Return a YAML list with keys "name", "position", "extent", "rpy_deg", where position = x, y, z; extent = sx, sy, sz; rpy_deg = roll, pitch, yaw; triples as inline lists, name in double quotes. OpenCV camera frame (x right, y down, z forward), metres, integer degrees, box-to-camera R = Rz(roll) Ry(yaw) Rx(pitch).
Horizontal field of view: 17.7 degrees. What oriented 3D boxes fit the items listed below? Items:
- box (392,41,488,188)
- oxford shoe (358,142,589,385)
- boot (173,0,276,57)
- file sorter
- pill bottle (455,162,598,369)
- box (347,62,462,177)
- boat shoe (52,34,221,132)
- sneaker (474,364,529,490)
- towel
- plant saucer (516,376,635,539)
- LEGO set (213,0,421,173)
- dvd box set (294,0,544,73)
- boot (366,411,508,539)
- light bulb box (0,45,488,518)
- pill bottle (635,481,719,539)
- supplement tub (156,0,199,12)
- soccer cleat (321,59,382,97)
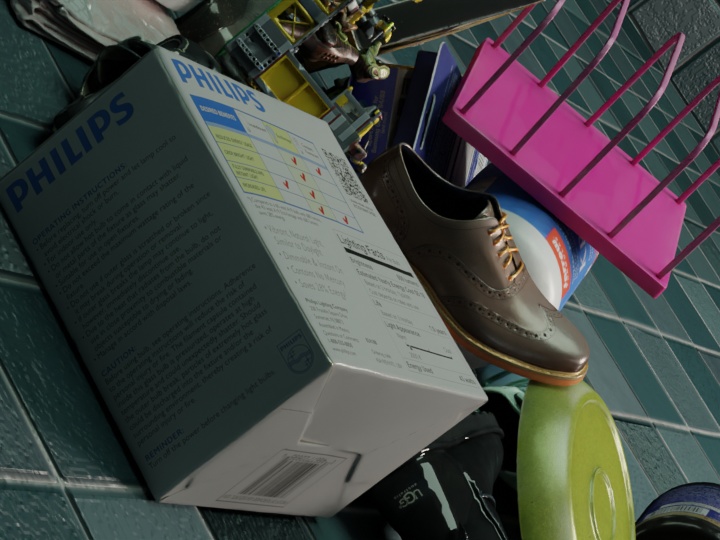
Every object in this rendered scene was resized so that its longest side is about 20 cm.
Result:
- name: "box"
  position: [0.054, -0.080, 1.706]
  extent: [0.200, 0.032, 0.122]
  rpy_deg: [57, 46, -68]
- name: "oxford shoe"
  position: [0.078, -0.002, 1.500]
  extent: [0.200, 0.073, 0.071]
  rpy_deg: [38, 32, -7]
- name: "boot"
  position: [-0.071, -0.143, 1.662]
  extent: [0.131, 0.068, 0.200]
  rpy_deg: [59, 21, -9]
- name: "file sorter"
  position: [0.184, -0.112, 1.656]
  extent: [0.200, 0.125, 0.139]
  rpy_deg: [39, 30, -7]
- name: "pill bottle"
  position: [0.099, -0.004, 1.655]
  extent: [0.112, 0.112, 0.200]
  rpy_deg: [52, 29, -6]
- name: "box"
  position: [0.026, -0.094, 1.728]
  extent: [0.200, 0.041, 0.120]
  rpy_deg: [-14, 113, -74]
- name: "boat shoe"
  position: [-0.133, -0.109, 1.374]
  extent: [0.060, 0.075, 0.200]
  rpy_deg: [55, 14, -17]
- name: "sneaker"
  position: [0.113, 0.082, 1.662]
  extent: [0.118, 0.074, 0.201]
  rpy_deg: [45, 20, -50]
- name: "towel"
  position: [-0.191, -0.212, 1.501]
  extent: [0.191, 0.032, 0.200]
  rpy_deg: [25, 34, -59]
- name: "plant saucer"
  position: [0.149, 0.160, 1.538]
  extent: [0.200, 0.031, 0.201]
  rpy_deg: [-7, 90, -70]
- name: "LEGO set"
  position: [-0.014, -0.126, 1.481]
  extent: [0.116, 0.154, 0.200]
  rpy_deg: [50, -18, -4]
- name: "dvd box set"
  position: [0.036, -0.181, 1.691]
  extent: [0.200, 0.146, 0.030]
  rpy_deg: [179, -105, -75]
- name: "boot"
  position: [0.071, 0.171, 1.385]
  extent: [0.163, 0.073, 0.198]
  rpy_deg: [60, 15, 11]
- name: "light bulb box"
  position: [-0.061, 0.013, 1.238]
  extent: [0.200, 0.125, 0.198]
  rpy_deg: [60, 18, 22]
- name: "pill bottle"
  position: [0.249, 0.218, 1.709]
  extent: [0.112, 0.112, 0.200]
  rpy_deg: [55, 17, 5]
- name: "supplement tub"
  position: [-0.082, -0.281, 1.529]
  extent: [0.132, 0.200, 0.132]
  rpy_deg: [47, 17, -19]
- name: "soccer cleat"
  position: [0.002, -0.110, 1.778]
  extent: [0.084, 0.065, 0.200]
  rpy_deg: [63, 17, -5]
